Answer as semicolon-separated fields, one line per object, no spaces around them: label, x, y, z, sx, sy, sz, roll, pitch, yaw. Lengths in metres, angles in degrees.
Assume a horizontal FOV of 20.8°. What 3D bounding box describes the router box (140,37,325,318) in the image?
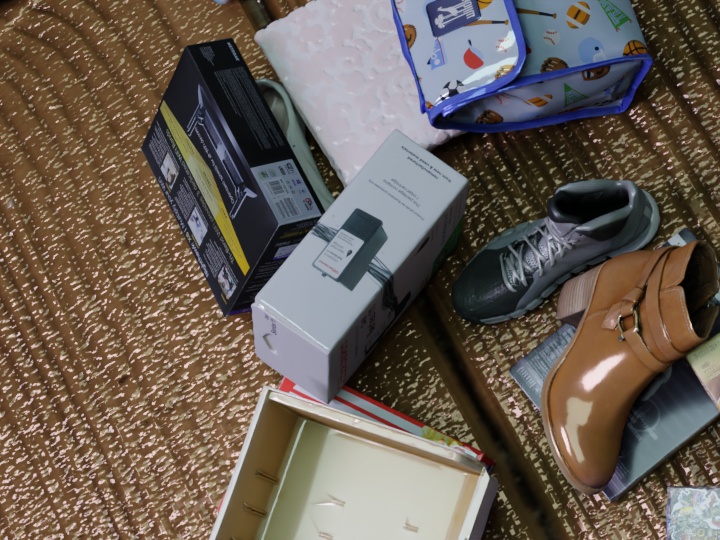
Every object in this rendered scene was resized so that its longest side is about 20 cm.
router box;-0.119;-0.082;1.772;0.052;0.157;0.200;-14;65;-31

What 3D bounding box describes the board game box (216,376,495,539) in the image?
board game box;-0.005;0.189;1.715;0.200;0.046;0.152;24;83;22

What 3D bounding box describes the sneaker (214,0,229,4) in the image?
sneaker;-0.148;-0.361;1.896;0.130;0.080;0.200;-39;68;6

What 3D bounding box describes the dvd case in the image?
dvd case;0.248;0.080;1.682;0.200;0.016;0.149;-40;67;5

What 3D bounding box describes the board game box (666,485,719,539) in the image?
board game box;0.349;0.225;1.532;0.199;0.159;0.097;-3;75;17

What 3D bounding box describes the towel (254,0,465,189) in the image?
towel;0.030;-0.188;1.793;0.200;0.032;0.191;-29;67;-9

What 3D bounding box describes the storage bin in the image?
storage bin;-0.013;0.227;1.631;0.198;0.094;0.200;17;81;21

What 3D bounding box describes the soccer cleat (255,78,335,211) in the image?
soccer cleat;-0.065;-0.082;1.792;0.069;0.078;0.200;-22;70;11

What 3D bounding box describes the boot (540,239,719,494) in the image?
boot;0.230;0.077;1.608;0.155;0.077;0.200;-20;53;48

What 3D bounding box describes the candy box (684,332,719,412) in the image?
candy box;0.381;0.066;1.609;0.200;0.055;0.116;-32;82;5

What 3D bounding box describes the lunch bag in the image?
lunch bag;0.131;-0.216;1.712;0.199;0.124;0.170;-10;68;-12

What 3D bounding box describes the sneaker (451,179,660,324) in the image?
sneaker;0.156;-0.028;1.687;0.200;0.115;0.075;-29;69;8

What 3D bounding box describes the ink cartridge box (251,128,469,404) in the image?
ink cartridge box;0.000;0.000;1.684;0.083;0.147;0.200;36;72;12
